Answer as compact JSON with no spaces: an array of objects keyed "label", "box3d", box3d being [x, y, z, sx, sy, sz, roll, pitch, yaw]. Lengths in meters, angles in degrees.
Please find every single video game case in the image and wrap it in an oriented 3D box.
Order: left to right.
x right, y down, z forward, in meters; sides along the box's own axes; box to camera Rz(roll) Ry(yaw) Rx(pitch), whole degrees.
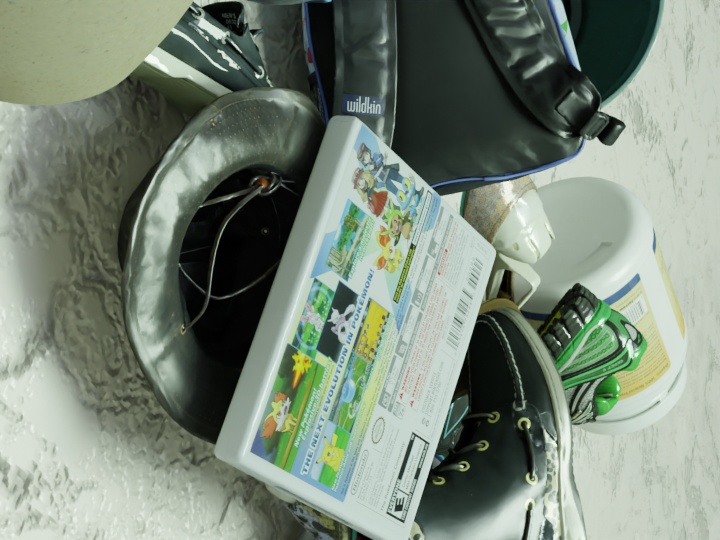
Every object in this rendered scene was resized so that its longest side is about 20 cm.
[{"label":"video game case","box3d":[0.005,0.041,0.864,0.182,0.022,0.200,39,65,-51]}]

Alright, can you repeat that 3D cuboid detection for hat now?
[{"label":"hat","box3d":[-0.082,-0.005,0.830,0.200,0.081,0.201,-18,113,-50]}]

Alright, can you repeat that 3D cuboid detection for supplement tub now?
[{"label":"supplement tub","box3d":[0.200,0.035,1.293,0.200,0.144,0.145,62,39,-41]}]

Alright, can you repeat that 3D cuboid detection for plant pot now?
[{"label":"plant pot","box3d":[0.117,-0.201,1.121,0.134,0.200,0.201,-54,142,-86]}]

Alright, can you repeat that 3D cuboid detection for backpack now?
[{"label":"backpack","box3d":[0.051,-0.151,0.984,0.154,0.200,0.191,-104,-179,-78]}]

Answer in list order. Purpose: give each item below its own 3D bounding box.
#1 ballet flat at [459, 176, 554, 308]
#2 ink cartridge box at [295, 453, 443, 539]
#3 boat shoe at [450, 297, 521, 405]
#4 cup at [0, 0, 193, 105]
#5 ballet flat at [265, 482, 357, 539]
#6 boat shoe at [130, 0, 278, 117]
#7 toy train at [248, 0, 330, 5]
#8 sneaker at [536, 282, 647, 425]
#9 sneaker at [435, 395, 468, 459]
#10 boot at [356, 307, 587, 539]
[{"label":"ballet flat","box3d":[0.109,-0.018,1.123,0.068,0.067,0.200,-43,156,-32]},{"label":"ink cartridge box","box3d":[0.042,0.227,0.998,0.198,0.047,0.200,40,42,-3]},{"label":"boat shoe","box3d":[0.030,0.072,1.045,0.200,0.065,0.073,-16,93,-36]},{"label":"cup","box3d":[-0.141,-0.158,0.650,0.143,0.200,0.200,103,13,-45]},{"label":"ballet flat","box3d":[-0.050,0.081,0.924,0.072,0.072,0.201,-15,99,-61]},{"label":"boat shoe","box3d":[-0.088,-0.124,0.837,0.199,0.074,0.066,25,80,-49]},{"label":"toy train","box3d":[-0.074,-0.233,0.855,0.200,0.087,0.114,29,71,-58]},{"label":"sneaker","box3d":[0.153,0.104,1.196,0.200,0.085,0.078,-56,180,42]},{"label":"sneaker","box3d":[0.051,0.120,1.113,0.079,0.075,0.200,50,40,-30]},{"label":"boot","box3d":[0.060,0.126,0.975,0.154,0.073,0.204,-4,76,-28]}]
